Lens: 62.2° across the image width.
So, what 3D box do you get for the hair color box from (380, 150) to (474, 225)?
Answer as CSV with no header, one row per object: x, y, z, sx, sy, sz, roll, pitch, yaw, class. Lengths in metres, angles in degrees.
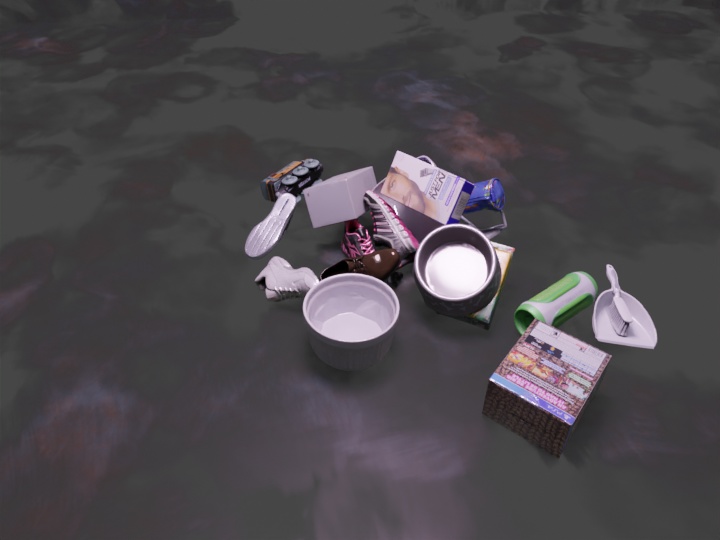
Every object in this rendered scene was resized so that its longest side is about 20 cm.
0.153,-0.188,1.384,0.198,0.111,0.064,30,12,34,hair color box

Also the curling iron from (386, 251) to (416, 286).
0.118,-0.021,1.435,0.025,0.050,0.199,23,39,24,curling iron

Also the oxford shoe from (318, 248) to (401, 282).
0.000,0.000,1.330,0.196,0.085,0.074,-24,69,0,oxford shoe

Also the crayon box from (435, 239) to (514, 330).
0.253,0.013,1.314,0.124,0.051,0.203,16,71,19,crayon box

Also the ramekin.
-0.019,0.110,1.223,0.195,0.107,0.202,1,40,-1,ramekin

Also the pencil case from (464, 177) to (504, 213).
0.256,-0.171,1.482,0.197,0.079,0.087,-10,19,33,pencil case

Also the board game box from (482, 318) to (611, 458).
0.346,0.212,1.110,0.158,0.098,0.199,27,46,28,board game box

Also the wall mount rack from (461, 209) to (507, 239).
0.269,-0.104,1.516,0.198,0.076,0.172,-28,13,-31,wall mount rack

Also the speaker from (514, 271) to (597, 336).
0.423,0.074,1.287,0.197,0.090,0.088,-26,46,-29,speaker

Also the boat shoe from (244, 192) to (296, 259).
-0.217,-0.100,1.502,0.071,0.071,0.202,28,66,12,boat shoe

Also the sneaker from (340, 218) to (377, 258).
0.005,-0.053,1.427,0.077,0.097,0.201,-14,43,-20,sneaker

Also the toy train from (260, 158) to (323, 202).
-0.190,-0.256,1.682,0.112,0.087,0.200,13,40,30,toy train

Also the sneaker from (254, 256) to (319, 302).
-0.160,0.042,1.330,0.198,0.079,0.099,17,51,43,sneaker

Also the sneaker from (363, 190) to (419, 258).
0.054,-0.103,1.429,0.087,0.073,0.201,-41,69,14,sneaker

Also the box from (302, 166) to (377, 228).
-0.042,-0.188,1.509,0.122,0.100,0.200,-11,13,24,box

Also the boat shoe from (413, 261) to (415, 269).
0.221,-0.007,1.394,0.196,0.070,0.072,15,41,16,boat shoe

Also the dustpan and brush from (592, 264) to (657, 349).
0.561,0.070,1.302,0.136,0.058,0.202,8,39,-4,dustpan and brush

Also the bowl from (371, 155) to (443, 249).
0.138,-0.153,1.469,0.074,0.198,0.204,12,53,-55,bowl

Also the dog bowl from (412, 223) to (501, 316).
0.203,-0.008,1.275,0.195,0.059,0.204,-5,66,11,dog bowl
